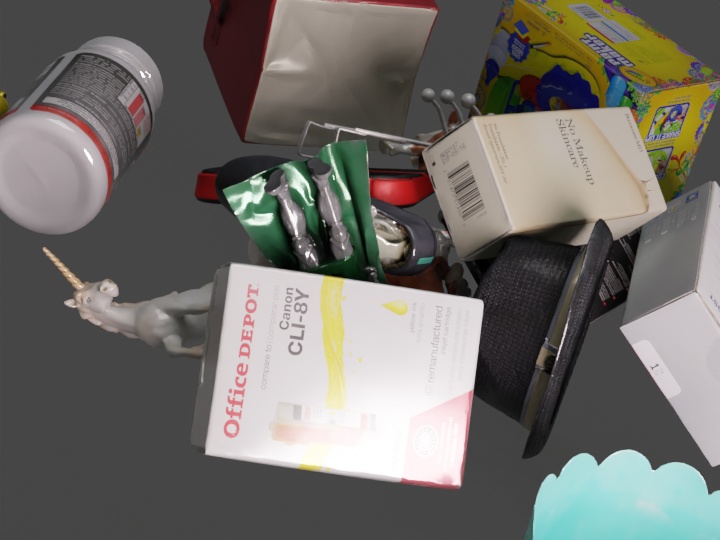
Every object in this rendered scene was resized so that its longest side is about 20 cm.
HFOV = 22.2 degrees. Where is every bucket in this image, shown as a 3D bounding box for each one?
[{"bbox_3d":[0.189,0.239,1.255,0.205,0.136,0.208,12,32,-7],"label":"bucket"}]

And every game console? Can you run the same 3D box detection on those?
[{"bbox_3d":[-0.036,-0.076,1.636,0.198,0.031,0.177,3,5,13],"label":"game console"}]

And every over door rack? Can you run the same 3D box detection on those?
[{"bbox_3d":[0.053,-0.130,1.659,0.197,0.067,0.148,-2,7,-13],"label":"over door rack"}]

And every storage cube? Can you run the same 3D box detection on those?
[{"bbox_3d":[-0.045,-0.240,1.839,0.198,0.172,0.180,2,36,-22],"label":"storage cube"}]

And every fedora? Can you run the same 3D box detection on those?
[{"bbox_3d":[0.132,0.044,1.462,0.091,0.202,0.201,20,33,9],"label":"fedora"}]

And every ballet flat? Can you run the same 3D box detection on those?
[{"bbox_3d":[-0.033,-0.043,1.502,0.198,0.074,0.073,20,33,9],"label":"ballet flat"}]

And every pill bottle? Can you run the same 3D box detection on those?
[{"bbox_3d":[-0.249,-0.127,1.630,0.115,0.117,0.201,18,33,4],"label":"pill bottle"}]

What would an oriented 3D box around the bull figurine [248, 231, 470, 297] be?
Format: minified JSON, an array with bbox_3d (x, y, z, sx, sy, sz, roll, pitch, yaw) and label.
[{"bbox_3d":[0.000,0.000,1.577,0.199,0.066,0.121,28,43,19],"label":"bull figurine"}]

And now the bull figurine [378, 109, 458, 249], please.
[{"bbox_3d":[0.088,-0.087,1.767,0.120,0.066,0.200,-10,39,-29],"label":"bull figurine"}]

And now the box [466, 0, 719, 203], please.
[{"bbox_3d":[0.221,-0.147,1.794,0.121,0.194,0.200,-13,41,-37],"label":"box"}]

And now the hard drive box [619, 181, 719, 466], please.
[{"bbox_3d":[0.304,0.042,1.582,0.156,0.076,0.200,55,28,-16],"label":"hard drive box"}]

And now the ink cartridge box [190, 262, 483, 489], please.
[{"bbox_3d":[-0.019,0.081,1.381,0.198,0.147,0.083,9,-5,-10],"label":"ink cartridge box"}]

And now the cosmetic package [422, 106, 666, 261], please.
[{"bbox_3d":[0.157,-0.075,1.541,0.199,0.073,0.105,-10,75,-42],"label":"cosmetic package"}]

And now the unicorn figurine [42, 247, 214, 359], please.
[{"bbox_3d":[-0.141,0.032,1.479,0.136,0.075,0.199,6,-1,43],"label":"unicorn figurine"}]

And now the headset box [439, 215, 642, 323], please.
[{"bbox_3d":[0.173,-0.020,1.632,0.199,0.077,0.150,-27,86,-46],"label":"headset box"}]

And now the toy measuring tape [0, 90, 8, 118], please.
[{"bbox_3d":[-0.409,-0.187,1.696,0.198,0.074,0.074,24,33,11],"label":"toy measuring tape"}]

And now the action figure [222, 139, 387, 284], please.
[{"bbox_3d":[-0.021,0.005,1.454,0.117,0.201,0.055,-17,31,6],"label":"action figure"}]
